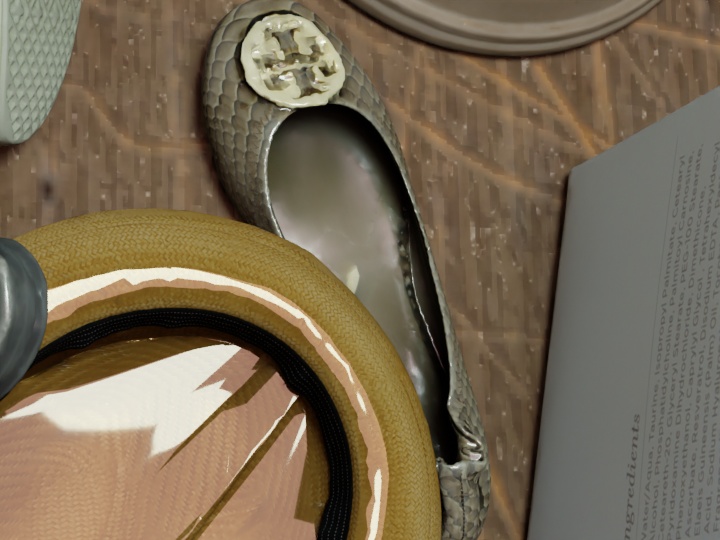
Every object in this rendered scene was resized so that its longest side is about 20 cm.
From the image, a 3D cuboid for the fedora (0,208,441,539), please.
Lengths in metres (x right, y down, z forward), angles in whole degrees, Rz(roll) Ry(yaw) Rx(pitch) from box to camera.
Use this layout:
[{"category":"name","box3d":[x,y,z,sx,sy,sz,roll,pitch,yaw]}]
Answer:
[{"category":"fedora","box3d":[-0.074,0.080,0.783,0.201,0.082,0.201,2,82,-15]}]

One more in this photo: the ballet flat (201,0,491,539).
[{"category":"ballet flat","box3d":[0.000,0.000,0.844,0.067,0.046,0.200,-15,84,-22]}]

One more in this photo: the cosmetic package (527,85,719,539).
[{"category":"cosmetic package","box3d":[0.169,0.038,0.812,0.167,0.200,0.166,11,76,-17]}]

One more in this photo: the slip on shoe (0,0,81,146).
[{"category":"slip on shoe","box3d":[-0.131,-0.138,0.824,0.061,0.074,0.200,-8,87,14]}]

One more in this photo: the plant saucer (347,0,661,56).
[{"category":"plant saucer","box3d":[0.049,-0.176,0.908,0.200,0.029,0.200,4,77,-18]}]

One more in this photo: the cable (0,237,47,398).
[{"category":"cable","box3d":[-0.167,0.041,0.710,0.050,0.200,0.097,16,72,-41]}]
